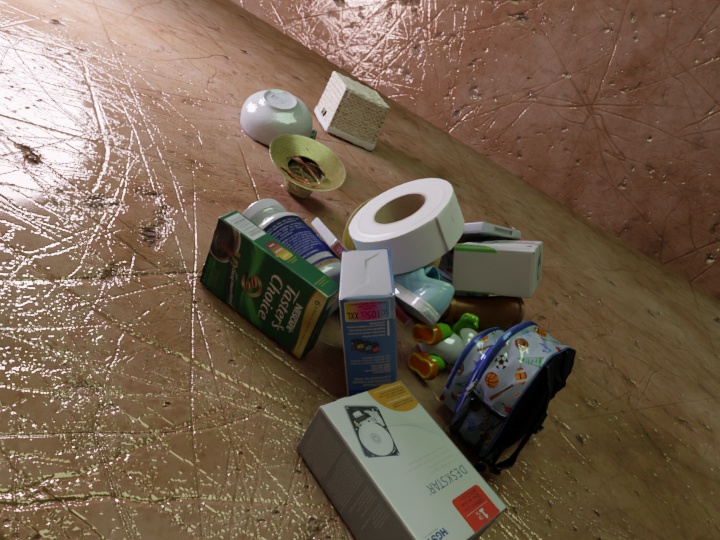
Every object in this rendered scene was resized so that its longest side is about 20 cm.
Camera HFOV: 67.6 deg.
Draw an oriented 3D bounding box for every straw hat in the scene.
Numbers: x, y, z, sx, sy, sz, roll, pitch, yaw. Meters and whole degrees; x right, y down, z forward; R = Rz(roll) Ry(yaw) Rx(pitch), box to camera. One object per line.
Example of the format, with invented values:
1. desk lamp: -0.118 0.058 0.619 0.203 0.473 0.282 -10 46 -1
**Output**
1. straw hat: -0.133 -0.216 1.233 0.197 0.086 0.203 18 41 -16

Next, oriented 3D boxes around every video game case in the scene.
1. video game case: 0.000 0.000 0.921 0.200 0.017 0.143 46 1 -26
2. video game case: 0.215 -0.078 1.149 0.197 0.023 0.181 -2 -4 40

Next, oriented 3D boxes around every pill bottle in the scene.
1. pill bottle: -0.113 -0.021 0.874 0.115 0.117 0.200 -5 43 -50

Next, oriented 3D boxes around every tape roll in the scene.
1. tape roll: 0.081 -0.081 0.949 0.204 0.199 0.072 -92 158 -60

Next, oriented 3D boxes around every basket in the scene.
1. basket: -0.027 -0.545 1.840 0.197 0.162 0.199 17 28 -28

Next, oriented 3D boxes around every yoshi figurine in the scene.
1. yoshi figurine: 0.179 0.139 0.925 0.198 0.112 0.113 6 50 -44

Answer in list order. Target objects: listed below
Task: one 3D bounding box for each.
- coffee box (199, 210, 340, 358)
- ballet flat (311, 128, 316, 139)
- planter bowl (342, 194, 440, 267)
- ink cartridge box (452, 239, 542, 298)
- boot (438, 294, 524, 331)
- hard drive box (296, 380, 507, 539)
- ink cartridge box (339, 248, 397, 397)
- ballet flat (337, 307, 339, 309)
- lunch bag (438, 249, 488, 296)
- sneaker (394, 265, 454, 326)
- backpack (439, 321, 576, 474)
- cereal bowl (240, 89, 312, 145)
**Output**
1. coffee box: -0.133 0.019 0.770 0.198 0.124 0.044 36 31 11
2. ballet flat: -0.193 -0.430 1.566 0.200 0.075 0.074 43 29 24
3. planter bowl: 0.062 -0.044 1.086 0.198 0.202 0.084 33 -10 6
4. ink cartridge box: 0.268 -0.010 1.031 0.143 0.086 0.199 4 9 22
5. boot: 0.186 0.066 0.990 0.153 0.078 0.199 17 -9 -27
6. hard drive box: 0.046 0.240 0.627 0.154 0.078 0.200 -4 43 -48
7. ink cartridge box: 0.013 0.089 0.764 0.075 0.204 0.137 -1 28 1
8. ballet flat: -0.080 -0.017 0.958 0.066 0.068 0.200 -5 42 -48
9. lunch bag: 0.210 0.020 1.191 0.158 0.076 0.200 31 27 7
10. sneaker: 0.096 0.026 0.911 0.074 0.082 0.200 48 -5 -30
11. backpack: 0.225 0.169 0.809 0.154 0.193 0.198 42 29 24
12. cereal bowl: -0.220 -0.421 1.440 0.196 0.084 0.203 10 46 -11
